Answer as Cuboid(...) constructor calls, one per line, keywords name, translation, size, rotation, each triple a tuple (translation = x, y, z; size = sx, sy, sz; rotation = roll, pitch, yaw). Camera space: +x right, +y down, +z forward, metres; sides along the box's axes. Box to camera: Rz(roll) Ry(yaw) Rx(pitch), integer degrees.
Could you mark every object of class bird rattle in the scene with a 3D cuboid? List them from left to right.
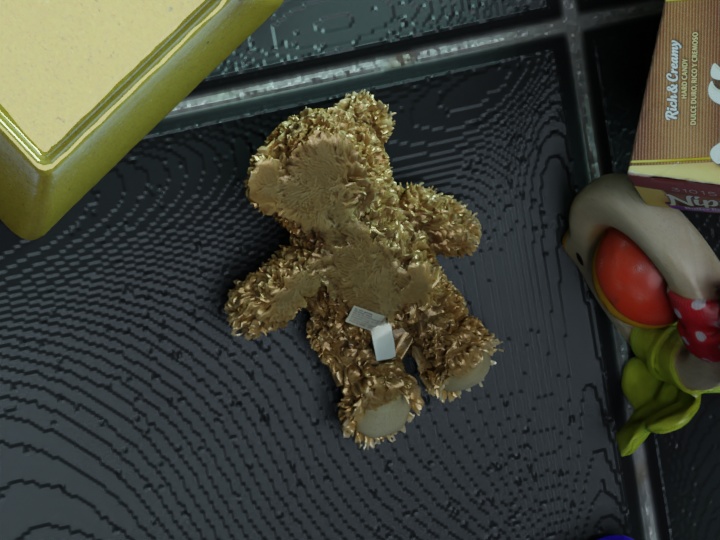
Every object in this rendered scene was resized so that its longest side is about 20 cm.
Cuboid(name="bird rattle", translation=(0.166, 0.022, 1.550), size=(0.113, 0.200, 0.163), rotation=(-37, 83, -8))

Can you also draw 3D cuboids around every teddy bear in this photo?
Cuboid(name="teddy bear", translation=(0.000, 0.000, 1.564), size=(0.145, 0.067, 0.200), rotation=(-43, 114, 4))

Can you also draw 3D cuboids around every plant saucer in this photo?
Cuboid(name="plant saucer", translation=(-0.163, -0.147, 1.493), size=(0.200, 0.048, 0.200), rotation=(-45, 108, -6))

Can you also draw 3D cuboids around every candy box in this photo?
Cuboid(name="candy box", translation=(0.216, -0.126, 1.488), size=(0.117, 0.056, 0.200), rotation=(9, 75, 20))

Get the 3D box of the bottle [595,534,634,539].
Cuboid(name="bottle", translation=(0.160, 0.252, 1.642), size=(0.083, 0.065, 0.200), rotation=(-26, 105, -10))
